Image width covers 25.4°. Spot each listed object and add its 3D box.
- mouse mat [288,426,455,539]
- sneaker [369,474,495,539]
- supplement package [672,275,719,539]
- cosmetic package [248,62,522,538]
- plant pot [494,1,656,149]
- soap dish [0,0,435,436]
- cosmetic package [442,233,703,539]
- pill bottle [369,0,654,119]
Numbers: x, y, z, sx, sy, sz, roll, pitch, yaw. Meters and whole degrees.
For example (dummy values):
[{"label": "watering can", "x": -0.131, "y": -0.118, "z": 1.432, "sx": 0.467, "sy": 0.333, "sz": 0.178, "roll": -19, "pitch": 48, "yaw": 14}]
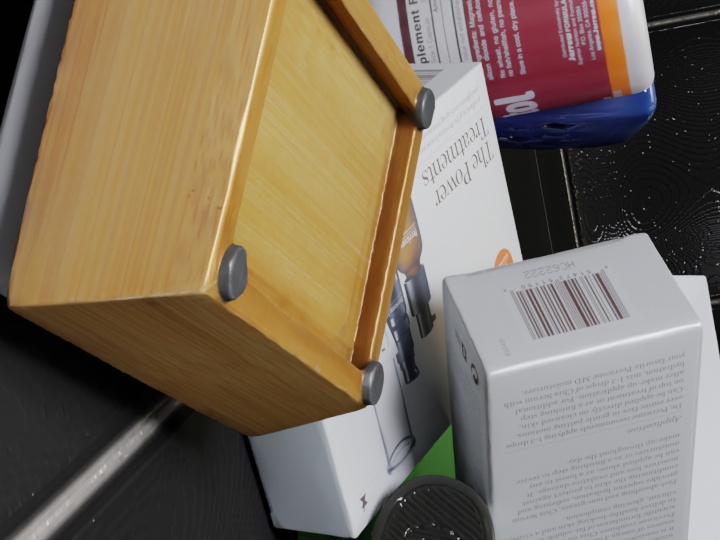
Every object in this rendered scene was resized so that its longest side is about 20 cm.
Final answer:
[{"label": "mouse mat", "x": 0.000, "y": 0.044, "z": 0.797, "sx": 0.161, "sy": 0.008, "sz": 0.201, "roll": -29, "pitch": 114, "yaw": -53}, {"label": "sneaker", "x": 0.012, "y": 0.203, "z": 0.737, "sx": 0.121, "sy": 0.083, "sz": 0.201, "roll": 90, "pitch": 16, "yaw": -69}, {"label": "supplement package", "x": 0.153, "y": 0.125, "z": 1.119, "sx": 0.200, "sy": 0.146, "sz": 0.192, "roll": 117, "pitch": -28, "yaw": -64}, {"label": "cosmetic package", "x": 0.010, "y": 0.007, "z": 0.763, "sx": 0.200, "sy": 0.052, "sz": 0.151, "roll": -44, "pitch": 129, "yaw": -47}, {"label": "plant pot", "x": 0.090, "y": -0.179, "z": 1.093, "sx": 0.200, "sy": 0.179, "sz": 0.201, "roll": 29, "pitch": 53, "yaw": -86}, {"label": "soap dish", "x": -0.041, "y": -0.035, "z": 0.550, "sx": 0.200, "sy": 0.081, "sz": 0.158, "roll": 44, "pitch": 55, "yaw": -67}, {"label": "cosmetic package", "x": 0.099, "y": 0.088, "z": 0.760, "sx": 0.071, "sy": 0.101, "sz": 0.201, "roll": -111, "pitch": -168, "yaw": -50}, {"label": "pill bottle", "x": 0.067, "y": -0.144, "z": 0.946, "sx": 0.113, "sy": 0.199, "sz": 0.113, "roll": -9, "pitch": 90, "yaw": -78}]
